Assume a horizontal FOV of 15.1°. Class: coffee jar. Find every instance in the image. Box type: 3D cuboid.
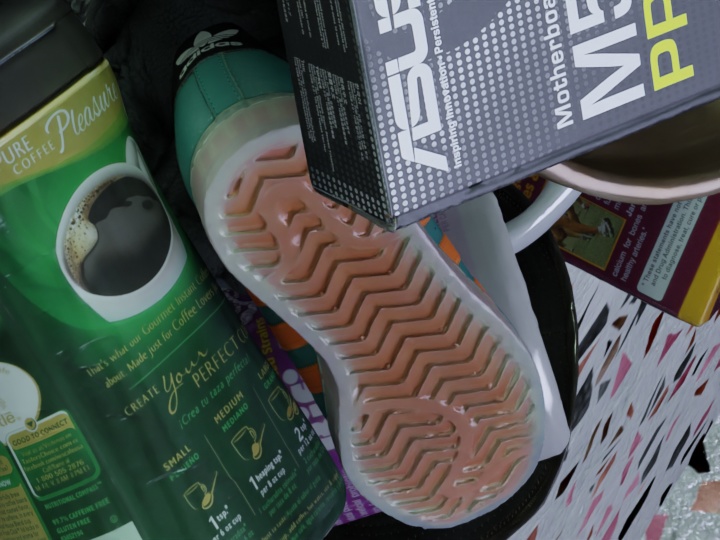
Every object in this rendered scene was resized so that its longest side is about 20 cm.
[{"bbox_3d":[-0.091,0.015,0.819,0.085,0.200,0.104,-18,-164,38],"label":"coffee jar"}]

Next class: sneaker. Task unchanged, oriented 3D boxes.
[{"bbox_3d":[0.000,0.000,0.855,0.071,0.080,0.200,-27,133,3],"label":"sneaker"}]

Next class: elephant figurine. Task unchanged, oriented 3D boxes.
[{"bbox_3d":[-0.041,-0.095,0.927,0.155,0.141,0.200,-167,-91,-76],"label":"elephant figurine"}]

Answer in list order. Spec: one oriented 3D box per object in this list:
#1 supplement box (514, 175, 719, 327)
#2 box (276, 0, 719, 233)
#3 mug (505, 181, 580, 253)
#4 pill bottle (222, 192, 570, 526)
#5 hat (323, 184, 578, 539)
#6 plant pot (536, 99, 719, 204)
[{"bbox_3d":[0.102,-0.074,1.274,0.086,0.200,0.110,-37,151,-60],"label":"supplement box"},{"bbox_3d":[0.047,-0.130,0.697,0.160,0.044,0.200,-22,117,-25],"label":"box"},{"bbox_3d":[0.059,-0.096,1.137,0.200,0.175,0.148,-60,165,-6],"label":"mug"},{"bbox_3d":[-0.027,0.047,1.063,0.200,0.112,0.112,-18,163,3],"label":"pill bottle"},{"bbox_3d":[-0.001,0.033,1.167,0.201,0.201,0.081,-61,153,-5],"label":"hat"},{"bbox_3d":[0.076,-0.127,0.800,0.201,0.093,0.201,-10,111,-29],"label":"plant pot"}]
